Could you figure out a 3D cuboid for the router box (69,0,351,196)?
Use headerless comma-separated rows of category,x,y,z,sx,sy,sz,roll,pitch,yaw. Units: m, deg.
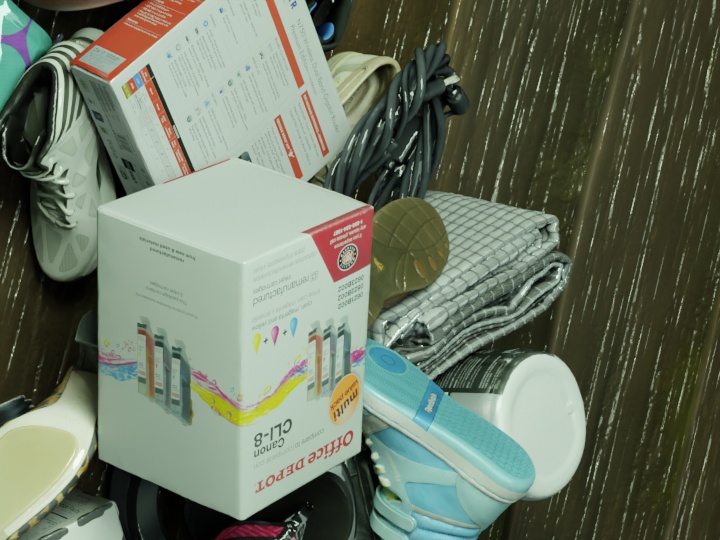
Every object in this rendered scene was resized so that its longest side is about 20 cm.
router box,-0.105,-0.123,1.644,0.179,0.049,0.201,-43,136,-24

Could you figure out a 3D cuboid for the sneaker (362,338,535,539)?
sneaker,0.022,0.146,1.715,0.200,0.131,0.080,37,27,5

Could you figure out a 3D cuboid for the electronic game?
electronic game,-0.100,0.187,1.743,0.042,0.199,0.201,-56,137,-71

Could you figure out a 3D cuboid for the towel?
towel,0.053,0.017,1.835,0.200,0.165,0.086,-33,121,-29

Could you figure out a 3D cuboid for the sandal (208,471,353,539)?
sandal,-0.087,0.223,1.704,0.075,0.199,0.045,55,18,-6

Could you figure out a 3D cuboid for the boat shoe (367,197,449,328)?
boat shoe,0.000,0.001,1.721,0.200,0.067,0.072,-38,103,-51

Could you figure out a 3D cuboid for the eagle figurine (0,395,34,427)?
eagle figurine,-0.337,0.116,1.598,0.200,0.150,0.152,-62,175,-54

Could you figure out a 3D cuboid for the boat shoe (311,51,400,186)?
boat shoe,-0.030,-0.092,1.822,0.072,0.065,0.201,39,72,-32

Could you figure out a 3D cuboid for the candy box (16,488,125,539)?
candy box,-0.259,0.285,1.688,0.199,0.071,0.169,-26,109,-31

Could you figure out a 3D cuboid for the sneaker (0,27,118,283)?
sneaker,-0.233,-0.072,1.627,0.115,0.075,0.202,-34,139,-56

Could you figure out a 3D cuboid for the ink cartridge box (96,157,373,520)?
ink cartridge box,-0.090,0.047,1.584,0.145,0.144,0.201,-25,126,-47

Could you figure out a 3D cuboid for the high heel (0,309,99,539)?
high heel,-0.226,0.140,1.656,0.071,0.143,0.201,24,67,7

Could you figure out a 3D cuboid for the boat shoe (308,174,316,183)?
boat shoe,-0.091,-0.071,1.772,0.072,0.076,0.201,38,72,-27

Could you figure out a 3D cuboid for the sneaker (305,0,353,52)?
sneaker,-0.086,-0.171,1.743,0.200,0.112,0.073,-49,118,-22

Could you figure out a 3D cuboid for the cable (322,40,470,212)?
cable,0.023,-0.085,1.761,0.200,0.051,0.163,-53,166,-16

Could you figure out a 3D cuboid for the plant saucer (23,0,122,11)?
plant saucer,-0.169,-0.239,1.622,0.200,0.200,0.032,-37,121,-27

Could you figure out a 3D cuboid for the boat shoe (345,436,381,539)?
boat shoe,-0.011,0.162,1.780,0.071,0.072,0.201,-12,105,-22

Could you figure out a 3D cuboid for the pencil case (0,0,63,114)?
pencil case,-0.299,-0.107,1.607,0.085,0.092,0.201,29,76,-7

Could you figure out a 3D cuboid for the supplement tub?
supplement tub,0.076,0.126,1.830,0.122,0.199,0.123,3,85,-46
